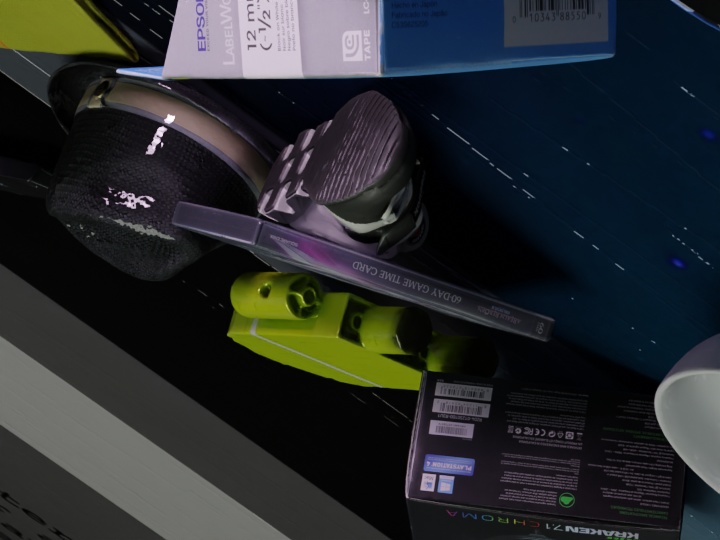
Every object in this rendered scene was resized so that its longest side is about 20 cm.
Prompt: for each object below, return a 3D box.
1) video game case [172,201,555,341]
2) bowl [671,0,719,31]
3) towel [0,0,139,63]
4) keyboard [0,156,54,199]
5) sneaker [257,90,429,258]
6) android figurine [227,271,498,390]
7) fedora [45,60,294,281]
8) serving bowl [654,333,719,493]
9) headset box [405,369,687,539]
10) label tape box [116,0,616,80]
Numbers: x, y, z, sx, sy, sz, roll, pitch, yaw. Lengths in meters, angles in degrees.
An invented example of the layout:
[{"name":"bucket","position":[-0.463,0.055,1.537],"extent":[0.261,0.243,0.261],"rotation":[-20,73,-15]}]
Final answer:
[{"name":"video game case","position":[0.000,0.000,1.322],"extent":[0.200,0.019,0.143],"rotation":[19,178,-24]},{"name":"bowl","position":[0.166,-0.152,0.858],"extent":[0.200,0.039,0.201],"rotation":[28,158,12]},{"name":"towel","position":[-0.230,-0.170,1.414],"extent":[0.200,0.018,0.086],"rotation":[11,156,42]},{"name":"keyboard","position":[-0.299,-0.083,1.661],"extent":[0.200,0.021,0.127],"rotation":[10,171,43]},{"name":"sneaker","position":[0.011,-0.048,1.270],"extent":[0.088,0.074,0.200],"rotation":[30,170,-13]},{"name":"android figurine","position":[-0.006,0.044,1.461],"extent":[0.182,0.041,0.200],"rotation":[24,167,-36]},{"name":"fedora","position":[-0.136,-0.050,1.420],"extent":[0.200,0.092,0.201],"rotation":[27,161,10]},{"name":"serving bowl","position":[0.265,0.090,1.210],"extent":[0.200,0.066,0.200],"rotation":[28,159,12]},{"name":"headset box","position":[0.124,0.154,1.442],"extent":[0.174,0.093,0.200],"rotation":[7,154,7]},{"name":"label tape box","position":[-0.002,-0.123,1.016],"extent":[0.200,0.143,0.066],"rotation":[8,103,49]}]
